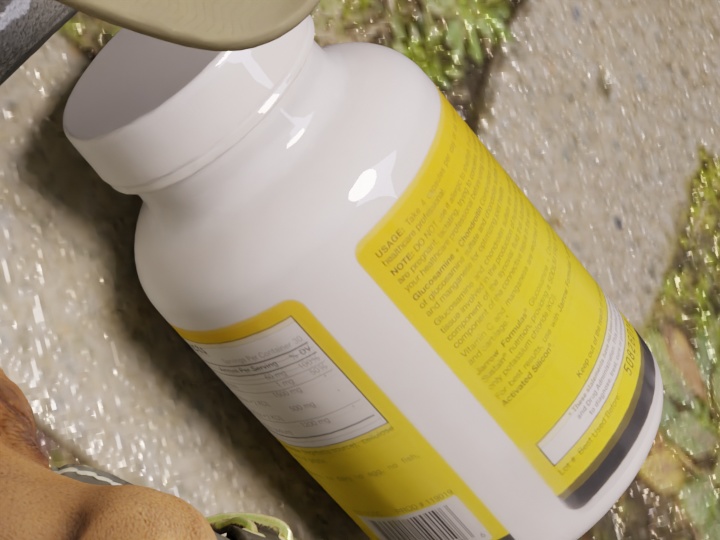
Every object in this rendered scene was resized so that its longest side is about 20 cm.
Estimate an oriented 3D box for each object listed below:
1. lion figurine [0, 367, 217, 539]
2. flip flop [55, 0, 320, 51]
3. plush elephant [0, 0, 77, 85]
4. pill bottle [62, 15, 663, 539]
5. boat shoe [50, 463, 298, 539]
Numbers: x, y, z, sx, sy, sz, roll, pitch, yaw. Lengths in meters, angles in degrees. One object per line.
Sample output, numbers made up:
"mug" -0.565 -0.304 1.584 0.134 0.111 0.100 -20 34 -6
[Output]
"lion figurine" -0.088 0.074 0.691 0.123 0.200 0.072 -64 149 -11
"flip flop" -0.092 -0.095 0.652 0.200 0.081 0.058 17 22 -26
"plush elephant" -0.089 -0.180 0.793 0.155 0.165 0.200 46 53 -3
"pill bottle" 0.000 0.000 0.858 0.200 0.112 0.112 49 44 -26
"boat shoe" -0.036 0.110 0.809 0.202 0.072 0.060 44 47 -38
